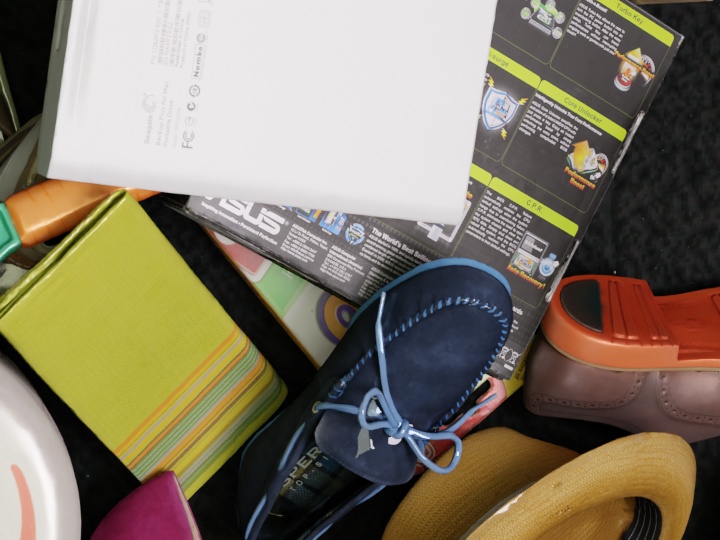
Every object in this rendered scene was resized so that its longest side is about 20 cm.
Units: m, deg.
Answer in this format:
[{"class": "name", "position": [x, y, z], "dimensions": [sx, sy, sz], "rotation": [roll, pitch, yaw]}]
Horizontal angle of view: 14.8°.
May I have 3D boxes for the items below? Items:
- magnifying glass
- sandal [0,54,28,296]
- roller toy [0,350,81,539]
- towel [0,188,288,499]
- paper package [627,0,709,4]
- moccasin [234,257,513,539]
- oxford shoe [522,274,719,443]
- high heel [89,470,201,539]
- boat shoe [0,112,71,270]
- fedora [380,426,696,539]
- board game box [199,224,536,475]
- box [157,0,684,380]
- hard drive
[{"class": "magnifying glass", "position": [-0.174, -0.012, 1.228], "dimensions": [0.199, 0.022, 0.080], "rotation": [-24, 85, -15]}, {"class": "sandal", "position": [-0.197, -0.069, 1.315], "dimensions": [0.079, 0.057, 0.202], "rotation": [-24, 97, -7]}, {"class": "roller toy", "position": [-0.221, 0.111, 1.283], "dimensions": [0.181, 0.140, 0.201], "rotation": [21, 90, -11]}, {"class": "towel", "position": [-0.101, 0.039, 1.293], "dimensions": [0.086, 0.200, 0.018], "rotation": [-45, 55, -7]}, {"class": "paper package", "position": [0.129, -0.233, 1.290], "dimensions": [0.103, 0.191, 0.201], "rotation": [-32, 99, -5]}, {"class": "moccasin", "position": [0.010, 0.076, 1.305], "dimensions": [0.080, 0.068, 0.200], "rotation": [24, 130, -17]}, {"class": "oxford shoe", "position": [0.175, 0.053, 1.392], "dimensions": [0.199, 0.071, 0.073], "rotation": [10, 125, -16]}, {"class": "high heel", "position": [-0.054, 0.189, 1.349], "dimensions": [0.200, 0.067, 0.096], "rotation": [40, 93, -8]}, {"class": "boat shoe", "position": [-0.102, -0.078, 1.306], "dimensions": [0.075, 0.068, 0.200], "rotation": [47, 72, -30]}, {"class": "fedora", "position": [0.072, 0.133, 1.344], "dimensions": [0.200, 0.201, 0.082], "rotation": [-42, 60, -4]}, {"class": "board game box", "position": [0.000, 0.000, 1.370], "dimensions": [0.095, 0.030, 0.200], "rotation": [-40, 102, -5]}, {"class": "box", "position": [0.031, -0.074, 1.311], "dimensions": [0.199, 0.047, 0.194], "rotation": [27, 86, -27]}, {"class": "hard drive", "position": [-0.039, -0.097, 1.236], "dimensions": [0.199, 0.026, 0.133], "rotation": [6, 97, -23]}]
